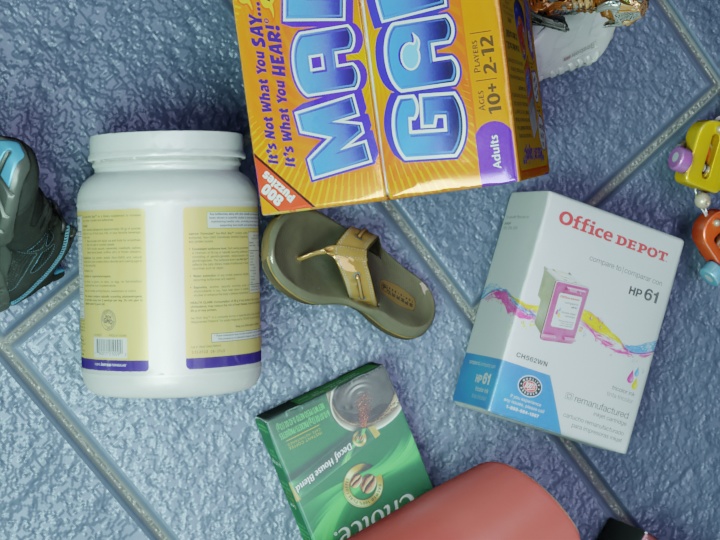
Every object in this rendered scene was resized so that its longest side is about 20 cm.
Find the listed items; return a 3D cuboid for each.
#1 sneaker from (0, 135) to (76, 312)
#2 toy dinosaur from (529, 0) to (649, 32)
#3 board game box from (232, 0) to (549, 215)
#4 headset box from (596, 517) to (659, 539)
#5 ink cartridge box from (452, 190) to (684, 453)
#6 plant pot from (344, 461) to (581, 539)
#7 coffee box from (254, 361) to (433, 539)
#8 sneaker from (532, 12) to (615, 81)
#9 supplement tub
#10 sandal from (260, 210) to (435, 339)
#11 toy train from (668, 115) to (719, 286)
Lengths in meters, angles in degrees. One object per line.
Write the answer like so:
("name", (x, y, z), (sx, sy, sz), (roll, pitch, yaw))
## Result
("sneaker", (-0.259, -0.043, 1.143), (0.081, 0.200, 0.074), (-21, 69, -27))
("toy dinosaur", (0.161, -0.272, 1.275), (0.199, 0.102, 0.137), (28, 79, 11))
("board game box", (0.030, -0.159, 1.183), (0.198, 0.200, 0.202), (-7, 93, 14))
("headset box", (0.265, 0.333, 1.372), (0.199, 0.075, 0.149), (35, 81, -16))
("ink cartridge box", (0.184, 0.044, 1.337), (0.143, 0.085, 0.202), (18, 84, -18))
("plant pot", (0.081, 0.262, 1.213), (0.177, 0.200, 0.202), (-35, 101, -26))
("coffee box", (0.001, 0.194, 1.298), (0.122, 0.044, 0.202), (-23, 98, -18))
("sneaker", (0.173, -0.204, 1.339), (0.200, 0.076, 0.081), (-43, 112, -12))
("supplement tub", (-0.151, -0.006, 1.192), (0.144, 0.145, 0.202), (-1, 91, -18))
("sandal", (0.000, 0.000, 1.257), (0.199, 0.054, 0.081), (27, 59, -36))
("toy train", (0.356, -0.092, 1.412), (0.150, 0.056, 0.200), (45, 78, -20))
